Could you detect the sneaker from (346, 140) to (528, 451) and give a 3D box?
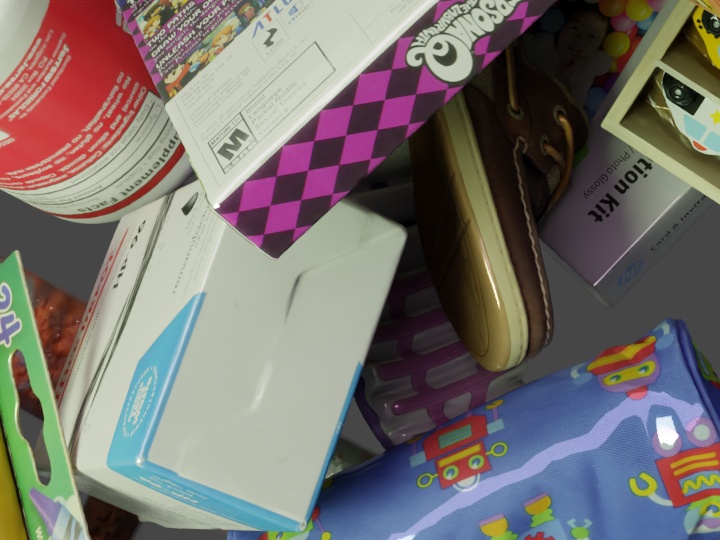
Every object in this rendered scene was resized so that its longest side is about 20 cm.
[{"bbox_3d":[0.000,0.000,0.815,0.080,0.088,0.200,-11,67,-31],"label":"sneaker"}]

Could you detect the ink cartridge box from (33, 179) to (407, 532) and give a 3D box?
[{"bbox_3d":[-0.066,0.035,0.747,0.068,0.200,0.116,24,75,-18],"label":"ink cartridge box"}]

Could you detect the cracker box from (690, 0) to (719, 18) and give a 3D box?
[{"bbox_3d":[0.150,-0.186,0.651,0.200,0.058,0.134,-47,32,4],"label":"cracker box"}]

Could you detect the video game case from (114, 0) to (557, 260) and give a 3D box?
[{"bbox_3d":[0.012,-0.118,0.656,0.200,0.036,0.181,-43,32,7],"label":"video game case"}]

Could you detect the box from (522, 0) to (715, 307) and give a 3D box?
[{"bbox_3d":[0.088,-0.107,0.834,0.156,0.041,0.200,-46,67,3],"label":"box"}]

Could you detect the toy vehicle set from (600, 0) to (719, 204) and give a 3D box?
[{"bbox_3d":[0.201,-0.047,0.710,0.200,0.124,0.027,33,45,6],"label":"toy vehicle set"}]

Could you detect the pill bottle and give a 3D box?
[{"bbox_3d":[-0.129,-0.086,0.811,0.112,0.200,0.112,-9,70,25],"label":"pill bottle"}]

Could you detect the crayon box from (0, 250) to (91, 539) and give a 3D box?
[{"bbox_3d":[-0.189,0.089,0.762,0.200,0.052,0.126,-35,64,41],"label":"crayon box"}]

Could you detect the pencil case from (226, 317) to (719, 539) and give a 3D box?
[{"bbox_3d":[0.051,0.092,0.722,0.200,0.087,0.078,-25,34,9],"label":"pencil case"}]

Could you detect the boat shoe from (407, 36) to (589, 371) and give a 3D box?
[{"bbox_3d":[0.057,-0.055,0.768,0.072,0.072,0.200,-5,56,-10],"label":"boat shoe"}]
